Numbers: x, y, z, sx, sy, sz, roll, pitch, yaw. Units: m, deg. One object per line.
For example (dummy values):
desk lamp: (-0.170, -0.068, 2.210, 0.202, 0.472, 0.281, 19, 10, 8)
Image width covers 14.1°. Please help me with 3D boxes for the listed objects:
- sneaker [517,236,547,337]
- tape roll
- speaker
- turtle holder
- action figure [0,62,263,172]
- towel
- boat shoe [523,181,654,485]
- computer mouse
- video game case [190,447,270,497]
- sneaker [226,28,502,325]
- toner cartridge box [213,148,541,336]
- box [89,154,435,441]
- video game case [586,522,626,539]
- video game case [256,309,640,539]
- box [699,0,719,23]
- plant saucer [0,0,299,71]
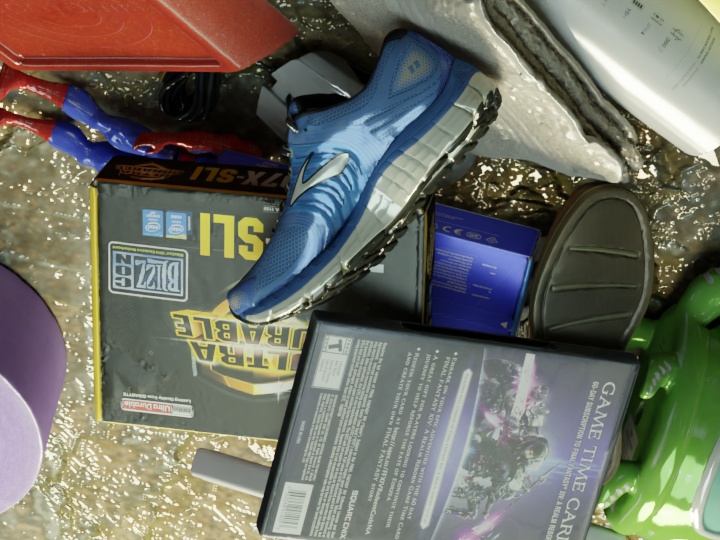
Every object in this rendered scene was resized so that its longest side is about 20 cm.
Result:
sneaker: (0.090, 0.057, 1.811, 0.200, 0.114, 0.075, -27, 125, 31)
tape roll: (-0.298, 0.074, 1.917, 0.199, 0.085, 0.200, 5, 136, 5)
speaker: (0.135, -0.148, 1.624, 0.200, 0.081, 0.081, 33, 131, -22)
turtle holder: (0.222, 0.086, 1.818, 0.131, 0.186, 0.141, 17, 168, -7)
action figure: (-0.131, -0.068, 1.776, 0.200, 0.052, 0.065, 17, 131, -10)
towel: (0.068, -0.112, 1.638, 0.132, 0.035, 0.200, 13, 159, 41)
boat shoe: (0.125, 0.031, 1.732, 0.072, 0.068, 0.200, 2, 116, -13)
computer mouse: (-0.021, -0.094, 1.730, 0.200, 0.044, 0.110, 25, 132, -14)
video game case: (0.013, 0.159, 1.881, 0.182, 0.022, 0.200, 19, 175, -31)
sneaker: (-0.012, -0.052, 1.616, 0.089, 0.079, 0.200, 44, 109, 10)
toner cartridge box: (0.000, 0.000, 1.741, 0.200, 0.043, 0.095, 15, 117, 5)
box: (-0.057, 0.020, 1.713, 0.200, 0.049, 0.160, 6, 113, 10)
video game case: (0.059, 0.150, 1.896, 0.200, 0.024, 0.182, 16, 176, -7)
video game case: (0.051, 0.101, 1.698, 0.200, 0.019, 0.143, 8, 113, -18)
box: (0.193, -0.188, 1.580, 0.050, 0.075, 0.200, -29, 122, 30)
plant saucer: (-0.165, -0.156, 1.610, 0.199, 0.037, 0.200, 2, 161, 28)
